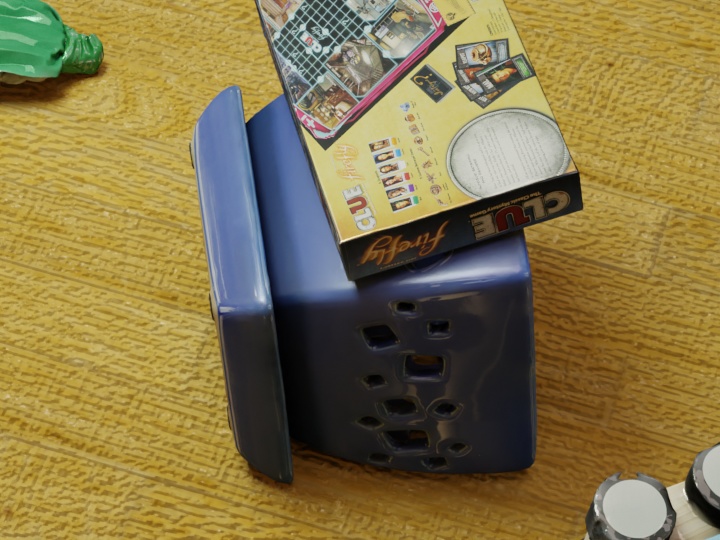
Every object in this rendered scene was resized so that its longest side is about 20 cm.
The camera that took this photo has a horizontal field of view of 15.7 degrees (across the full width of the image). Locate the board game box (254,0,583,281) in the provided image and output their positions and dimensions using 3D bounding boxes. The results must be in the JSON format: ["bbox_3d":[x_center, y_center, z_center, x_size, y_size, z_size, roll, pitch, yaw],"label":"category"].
[{"bbox_3d":[0.029,-0.096,1.453,0.135,0.035,0.201,-17,50,-2],"label":"board game box"}]

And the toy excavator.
[{"bbox_3d":[0.172,0.217,1.430,0.194,0.100,0.201,-18,63,-17],"label":"toy excavator"}]

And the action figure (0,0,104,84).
[{"bbox_3d":[-0.267,-0.152,1.715,0.199,0.055,0.118,6,48,-9],"label":"action figure"}]

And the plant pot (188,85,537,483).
[{"bbox_3d":[0.000,0.000,1.527,0.179,0.200,0.201,-9,52,-3],"label":"plant pot"}]
